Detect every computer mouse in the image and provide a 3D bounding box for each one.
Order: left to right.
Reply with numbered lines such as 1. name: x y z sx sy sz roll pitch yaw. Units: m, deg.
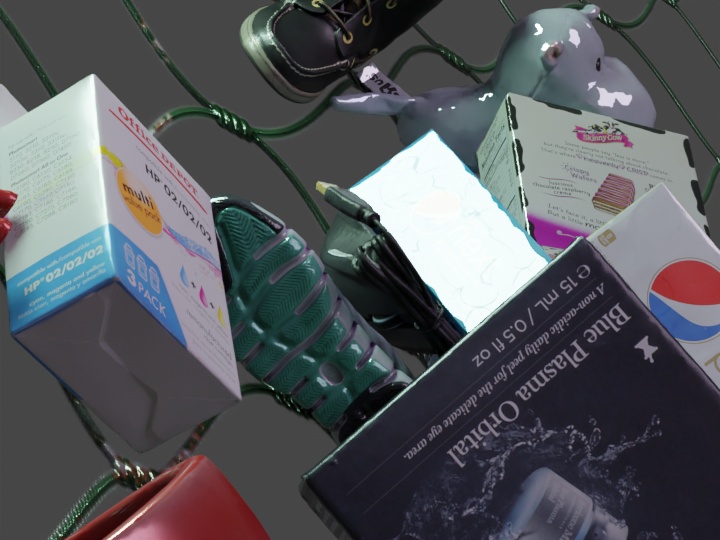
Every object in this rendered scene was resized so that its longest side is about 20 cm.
1. computer mouse: 0.000 0.000 1.475 0.141 0.046 0.200 55 -3 -30

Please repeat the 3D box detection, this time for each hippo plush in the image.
1. hippo plush: 0.120 -0.117 1.755 0.200 0.161 0.159 46 26 -3

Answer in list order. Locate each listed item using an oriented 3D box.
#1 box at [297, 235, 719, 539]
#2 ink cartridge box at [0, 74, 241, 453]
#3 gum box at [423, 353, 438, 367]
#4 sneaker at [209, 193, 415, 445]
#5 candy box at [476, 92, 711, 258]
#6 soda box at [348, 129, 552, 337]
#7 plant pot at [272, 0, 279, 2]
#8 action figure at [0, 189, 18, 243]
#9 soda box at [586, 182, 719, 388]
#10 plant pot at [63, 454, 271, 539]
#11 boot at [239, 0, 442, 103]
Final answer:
1. box: 0.104 0.124 1.325 0.200 0.197 0.117 49 -8 5
2. ink cartridge box: -0.130 -0.018 1.316 0.115 0.068 0.200 48 20 -40
3. gum box: 0.138 0.059 1.605 0.199 0.045 0.170 3 47 -30
4. sneaker: -0.030 0.038 1.442 0.200 0.074 0.088 51 6 -6
5. candy box: 0.154 -0.014 1.605 0.136 0.061 0.200 13 44 -17
6. soda box: 0.073 0.004 1.489 0.200 0.068 0.064 51 -5 45
7. plant pot: -0.048 -0.310 1.755 0.200 0.200 0.177 36 40 -21
8. action figure: -0.265 -0.065 1.228 0.200 0.052 0.065 34 23 -16
9. soda box: 0.204 0.052 1.425 0.200 0.068 0.064 51 -13 14
10. plant pot: -0.090 0.200 0.968 0.183 0.200 0.200 56 26 -1
11. boot: 0.011 -0.189 1.697 0.073 0.150 0.200 55 25 4
